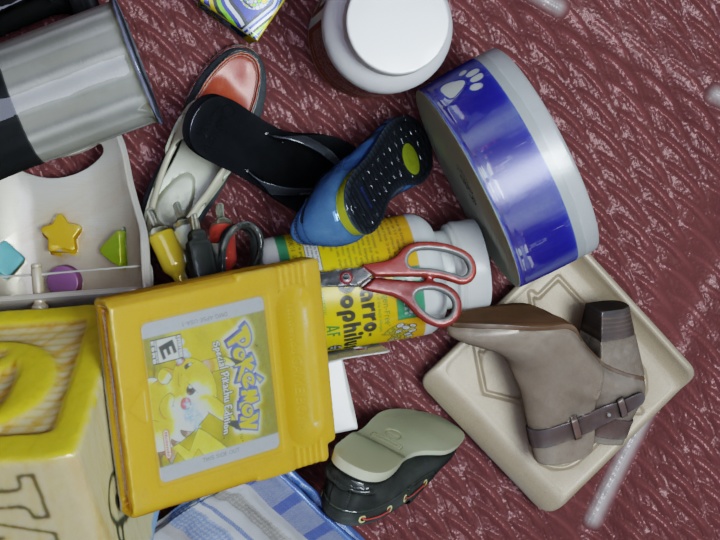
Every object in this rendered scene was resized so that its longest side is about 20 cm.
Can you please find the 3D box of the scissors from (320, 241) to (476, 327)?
[{"bbox_3d":[0.000,0.000,1.246,0.199,0.014,0.073,10,82,-2],"label":"scissors"}]

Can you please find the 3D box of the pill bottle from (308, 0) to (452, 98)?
[{"bbox_3d":[0.018,-0.207,1.245,0.112,0.200,0.113,-1,96,-7],"label":"pill bottle"}]

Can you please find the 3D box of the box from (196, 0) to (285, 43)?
[{"bbox_3d":[-0.065,-0.303,1.291,0.064,0.070,0.200,33,90,-11],"label":"box"}]

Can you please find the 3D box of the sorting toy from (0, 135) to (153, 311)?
[{"bbox_3d":[-0.270,-0.039,1.279,0.199,0.107,0.181,-4,79,7],"label":"sorting toy"}]

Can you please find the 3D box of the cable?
[{"bbox_3d":[-0.126,0.034,1.250,0.097,0.050,0.201,-6,85,-24],"label":"cable"}]

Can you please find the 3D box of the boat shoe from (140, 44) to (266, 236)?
[{"bbox_3d":[-0.142,-0.112,1.303,0.071,0.063,0.200,28,90,-7],"label":"boat shoe"}]

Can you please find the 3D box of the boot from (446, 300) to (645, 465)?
[{"bbox_3d":[0.169,0.104,1.305,0.199,0.070,0.147,-2,109,-15],"label":"boot"}]

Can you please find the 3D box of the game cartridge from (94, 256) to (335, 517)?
[{"bbox_3d":[-0.112,0.091,1.174,0.199,0.032,0.177,-12,102,-33],"label":"game cartridge"}]

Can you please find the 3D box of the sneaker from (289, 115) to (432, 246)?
[{"bbox_3d":[0.000,-0.080,1.286,0.078,0.200,0.066,-17,109,34],"label":"sneaker"}]

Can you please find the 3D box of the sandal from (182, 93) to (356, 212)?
[{"bbox_3d":[-0.067,-0.096,1.292,0.200,0.043,0.076,17,94,-34],"label":"sandal"}]

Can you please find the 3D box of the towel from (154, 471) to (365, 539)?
[{"bbox_3d":[-0.099,0.251,1.304,0.147,0.024,0.200,45,125,-11],"label":"towel"}]

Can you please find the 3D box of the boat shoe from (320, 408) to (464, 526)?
[{"bbox_3d":[0.028,0.174,1.302,0.074,0.201,0.063,26,111,23],"label":"boat shoe"}]

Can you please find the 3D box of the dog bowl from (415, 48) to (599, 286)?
[{"bbox_3d":[0.127,-0.089,1.271,0.079,0.200,0.201,-27,98,-2],"label":"dog bowl"}]

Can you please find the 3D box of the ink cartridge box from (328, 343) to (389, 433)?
[{"bbox_3d":[-0.071,0.118,1.303,0.199,0.117,0.068,-12,93,-6],"label":"ink cartridge box"}]

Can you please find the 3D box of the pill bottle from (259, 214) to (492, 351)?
[{"bbox_3d":[0.012,0.010,1.308,0.199,0.113,0.113,-9,96,-7],"label":"pill bottle"}]

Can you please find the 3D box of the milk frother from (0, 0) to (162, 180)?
[{"bbox_3d":[-0.288,-0.183,1.198,0.188,0.200,0.181,-22,80,-3],"label":"milk frother"}]

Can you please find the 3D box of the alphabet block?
[{"bbox_3d":[-0.285,0.167,1.193,0.196,0.196,0.201,-5,126,5],"label":"alphabet block"}]

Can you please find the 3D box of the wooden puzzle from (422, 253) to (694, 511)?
[{"bbox_3d":[0.187,0.100,1.377,0.200,0.046,0.185,-43,98,3],"label":"wooden puzzle"}]
